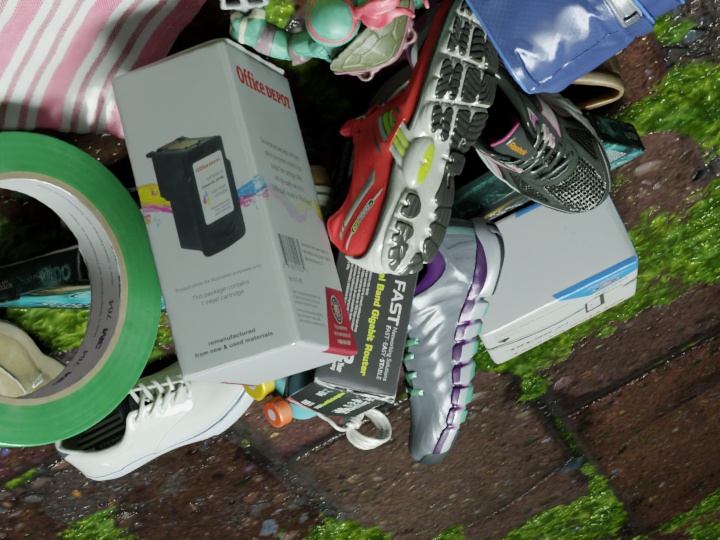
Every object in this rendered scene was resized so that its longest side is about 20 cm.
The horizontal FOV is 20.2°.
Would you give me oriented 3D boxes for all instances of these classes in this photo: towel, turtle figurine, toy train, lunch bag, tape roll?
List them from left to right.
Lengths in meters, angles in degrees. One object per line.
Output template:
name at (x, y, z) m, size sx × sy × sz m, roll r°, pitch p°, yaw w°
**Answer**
tape roll at (-0.226, 0.013, 1.307) m, size 0.199 × 0.202 × 0.048 m, roll -5°, pitch 178°, yaw -35°
towel at (-0.206, -0.138, 1.280) m, size 0.199 × 0.030 × 0.147 m, roll -3°, pitch 144°, yaw -37°
toy train at (-0.023, 0.037, 1.588) m, size 0.149 × 0.201 × 0.056 m, roll 10°, pitch 141°, yaw -12°
turtle figurine at (-0.010, -0.169, 1.282) m, size 0.149 × 0.101 × 0.200 m, roll -29°, pitch 175°, yaw 14°
lunch bag at (0.139, -0.203, 1.313) m, size 0.132 × 0.136 × 0.200 m, roll -32°, pitch 179°, yaw 14°

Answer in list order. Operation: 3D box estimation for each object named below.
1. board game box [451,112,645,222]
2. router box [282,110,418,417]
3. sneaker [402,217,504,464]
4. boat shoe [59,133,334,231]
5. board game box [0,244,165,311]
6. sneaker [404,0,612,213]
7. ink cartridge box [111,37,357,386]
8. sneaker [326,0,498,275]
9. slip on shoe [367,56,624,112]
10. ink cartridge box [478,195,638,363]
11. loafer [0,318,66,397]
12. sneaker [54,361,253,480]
board game box at (0.123, -0.063, 1.626) m, size 0.199 × 0.028 × 0.135 m, roll -30°, pitch 169°, yaw 20°
router box at (0.000, 0.000, 1.463) m, size 0.062 × 0.202 × 0.150 m, roll 12°, pitch 169°, yaw -9°
sneaker at (0.046, 0.050, 1.577) m, size 0.087 × 0.074 × 0.202 m, roll 9°, pitch 101°, yaw -16°
boat shoe at (-0.118, -0.058, 1.449) m, size 0.198 × 0.063 × 0.075 m, roll -9°, pitch 169°, yaw 7°
board game box at (-0.161, 0.007, 1.485) m, size 0.199 × 0.028 × 0.135 m, roll 2°, pitch 170°, yaw -41°
sneaker at (0.107, -0.099, 1.455) m, size 0.200 × 0.087 × 0.080 m, roll 37°, pitch 110°, yaw -26°
ink cartridge box at (-0.080, -0.034, 1.318) m, size 0.082 × 0.202 × 0.146 m, roll -17°, pitch 171°, yaw 14°
sneaker at (0.028, -0.099, 1.359) m, size 0.077 × 0.084 × 0.201 m, roll 26°, pitch 85°, yaw -56°
slip on shoe at (0.104, -0.132, 1.517) m, size 0.199 × 0.061 × 0.076 m, roll -15°, pitch 150°, yaw -21°
ink cartridge box at (0.154, 0.002, 1.705) m, size 0.145 × 0.085 × 0.200 m, roll -27°, pitch 168°, yaw 3°
loafer at (-0.277, 0.081, 1.523) m, size 0.075 × 0.068 × 0.200 m, roll 3°, pitch 163°, yaw 25°
sneaker at (-0.167, 0.116, 1.691) m, size 0.199 × 0.073 × 0.071 m, roll -34°, pitch 154°, yaw 15°
